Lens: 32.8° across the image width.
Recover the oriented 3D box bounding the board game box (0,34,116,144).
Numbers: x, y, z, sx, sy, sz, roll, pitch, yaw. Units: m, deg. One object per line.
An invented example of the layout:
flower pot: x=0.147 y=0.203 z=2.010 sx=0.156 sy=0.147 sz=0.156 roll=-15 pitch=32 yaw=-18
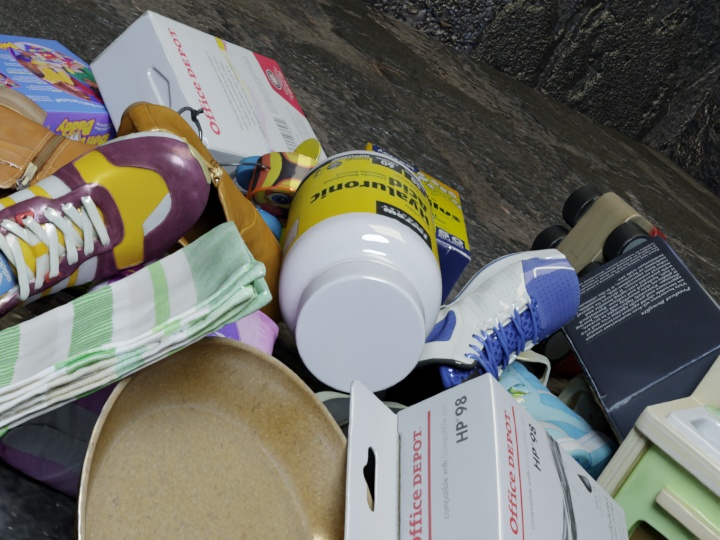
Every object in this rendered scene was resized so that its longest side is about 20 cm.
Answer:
board game box: x=-0.289 y=-0.153 z=1.059 sx=0.134 sy=0.045 sz=0.200 roll=37 pitch=19 yaw=17

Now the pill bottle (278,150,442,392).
pill bottle: x=0.000 y=0.000 z=0.840 sx=0.111 sy=0.112 sz=0.200 roll=27 pitch=22 yaw=-12

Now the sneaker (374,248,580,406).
sneaker: x=0.082 y=0.064 z=0.894 sx=0.198 sy=0.081 sz=0.115 roll=-21 pitch=30 yaw=-12

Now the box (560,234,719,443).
box: x=0.266 y=0.111 z=1.003 sx=0.201 sy=0.123 sz=0.199 roll=57 pitch=9 yaw=-23

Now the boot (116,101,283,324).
boot: x=-0.097 y=-0.019 z=0.807 sx=0.202 sy=0.071 sz=0.144 roll=57 pitch=-3 yaw=-24

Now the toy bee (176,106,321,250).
toy bee: x=-0.059 y=-0.050 z=0.971 sx=0.108 sy=0.132 sz=0.200 roll=1 pitch=-7 yaw=21

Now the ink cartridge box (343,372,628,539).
ink cartridge box: x=0.076 y=0.141 z=0.661 sx=0.200 sy=0.066 sz=0.116 roll=44 pitch=32 yaw=-35

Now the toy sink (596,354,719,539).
toy sink: x=0.230 y=0.161 z=0.806 sx=0.130 sy=0.201 sz=0.112 roll=41 pitch=20 yaw=27

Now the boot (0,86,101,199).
boot: x=-0.196 y=-0.043 z=0.848 sx=0.199 sy=0.074 sz=0.155 roll=26 pitch=22 yaw=-18

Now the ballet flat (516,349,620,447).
ballet flat: x=0.157 y=0.110 z=1.046 sx=0.199 sy=0.071 sz=0.071 roll=29 pitch=18 yaw=-9

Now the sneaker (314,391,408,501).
sneaker: x=0.028 y=0.119 z=0.740 sx=0.105 sy=0.076 sz=0.199 roll=11 pitch=6 yaw=28

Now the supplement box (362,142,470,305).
supplement box: x=0.025 y=-0.025 z=1.120 sx=0.108 sy=0.110 sz=0.200 roll=28 pitch=17 yaw=-8

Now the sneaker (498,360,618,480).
sneaker: x=0.109 y=0.123 z=0.918 sx=0.130 sy=0.080 sz=0.200 roll=41 pitch=10 yaw=22

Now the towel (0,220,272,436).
towel: x=-0.141 y=0.033 z=0.570 sx=0.024 sy=0.199 sz=0.153 roll=66 pitch=-6 yaw=-15

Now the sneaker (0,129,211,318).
sneaker: x=-0.176 y=-0.013 z=0.674 sx=0.090 sy=0.199 sz=0.075 roll=-75 pitch=141 yaw=-68

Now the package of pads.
package of pads: x=-0.119 y=0.064 z=0.701 sx=0.120 sy=0.076 sz=0.200 roll=30 pitch=18 yaw=-8

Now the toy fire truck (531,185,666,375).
toy fire truck: x=0.249 y=0.023 z=1.271 sx=0.199 sy=0.176 sz=0.129 roll=29 pitch=13 yaw=-42

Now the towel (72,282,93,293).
towel: x=-0.192 y=-0.002 z=0.864 sx=0.199 sy=0.018 sz=0.086 roll=22 pitch=14 yaw=-25

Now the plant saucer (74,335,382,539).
plant saucer: x=-0.060 y=0.131 z=0.557 sx=0.200 sy=0.035 sz=0.202 roll=33 pitch=45 yaw=-41

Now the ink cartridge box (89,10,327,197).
ink cartridge box: x=-0.131 y=-0.134 z=1.115 sx=0.199 sy=0.085 sz=0.148 roll=8 pitch=51 yaw=-57
